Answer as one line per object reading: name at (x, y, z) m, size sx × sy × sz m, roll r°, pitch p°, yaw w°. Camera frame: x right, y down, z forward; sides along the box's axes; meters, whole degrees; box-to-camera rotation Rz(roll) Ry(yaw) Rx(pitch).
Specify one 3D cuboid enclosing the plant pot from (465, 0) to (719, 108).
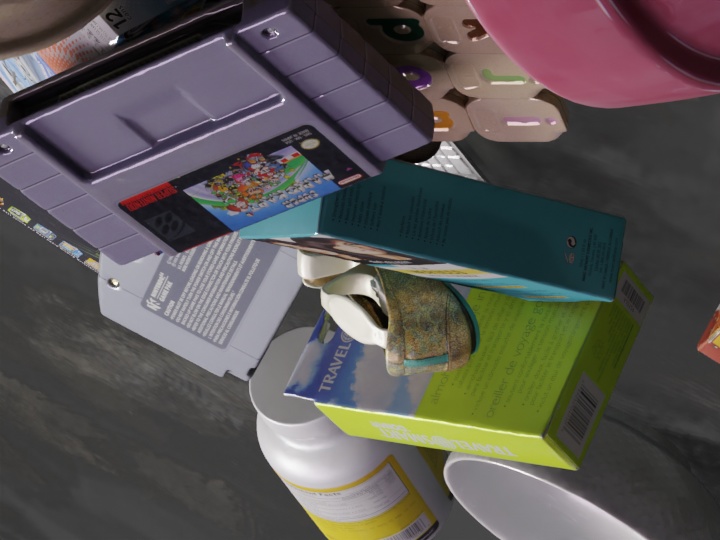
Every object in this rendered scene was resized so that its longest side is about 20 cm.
plant pot at (0.138, -0.162, 0.802) m, size 0.179 × 0.200 × 0.200 m, roll -8°, pitch 140°, yaw 38°

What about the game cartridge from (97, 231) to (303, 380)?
game cartridge at (-0.100, -0.012, 1.645) m, size 0.133 × 0.042 × 0.200 m, roll 31°, pitch 141°, yaw 0°

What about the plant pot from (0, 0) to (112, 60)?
plant pot at (-0.172, -0.224, 1.123) m, size 0.200 × 0.201 × 0.184 m, roll 32°, pitch 150°, yaw -3°

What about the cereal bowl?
cereal bowl at (0.161, 0.148, 1.670) m, size 0.200 × 0.083 × 0.200 m, roll 28°, pitch 160°, yaw 11°

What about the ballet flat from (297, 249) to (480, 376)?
ballet flat at (0.000, 0.000, 1.466) m, size 0.071 × 0.071 × 0.200 m, roll 47°, pitch -178°, yaw -39°

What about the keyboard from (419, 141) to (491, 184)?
keyboard at (0.080, -0.022, 1.481) m, size 0.056 × 0.011 × 0.200 m, roll 11°, pitch 153°, yaw 45°

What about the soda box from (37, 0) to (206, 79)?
soda box at (-0.167, -0.178, 1.264) m, size 0.200 × 0.064 × 0.068 m, roll 47°, pitch 145°, yaw 14°

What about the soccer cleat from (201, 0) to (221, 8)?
soccer cleat at (-0.091, -0.179, 1.275) m, size 0.200 × 0.068 × 0.073 m, roll 5°, pitch 131°, yaw 47°

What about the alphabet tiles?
alphabet tiles at (0.034, -0.122, 1.215) m, size 0.195 × 0.015 × 0.200 m, roll 1°, pitch 150°, yaw 20°

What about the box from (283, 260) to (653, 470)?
box at (0.061, 0.046, 1.478) m, size 0.200 × 0.122 × 0.048 m, roll 6°, pitch 151°, yaw 41°

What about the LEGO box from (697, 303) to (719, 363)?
LEGO box at (0.282, 0.038, 1.222) m, size 0.200 × 0.077 × 0.149 m, roll 31°, pitch 161°, yaw 2°

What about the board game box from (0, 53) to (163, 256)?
board game box at (-0.182, -0.127, 1.457) m, size 0.199 × 0.043 × 0.200 m, roll 49°, pitch 170°, yaw 27°

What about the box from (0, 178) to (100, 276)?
box at (-0.167, -0.040, 1.750) m, size 0.200 × 0.049 × 0.161 m, roll 35°, pitch 156°, yaw -12°

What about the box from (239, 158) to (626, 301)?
box at (0.041, -0.023, 1.354) m, size 0.200 × 0.049 × 0.082 m, roll 12°, pitch 173°, yaw -33°

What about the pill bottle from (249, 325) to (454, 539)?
pill bottle at (-0.009, 0.123, 1.820) m, size 0.112 × 0.112 × 0.200 m, roll 19°, pitch 157°, yaw 30°

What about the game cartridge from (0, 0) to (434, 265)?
game cartridge at (-0.078, -0.068, 1.235) m, size 0.200 × 0.038 × 0.130 m, roll -21°, pitch 136°, yaw 28°

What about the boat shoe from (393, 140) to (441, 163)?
boat shoe at (-0.034, -0.105, 1.375) m, size 0.200 × 0.075 × 0.073 m, roll 24°, pitch 177°, yaw 26°
